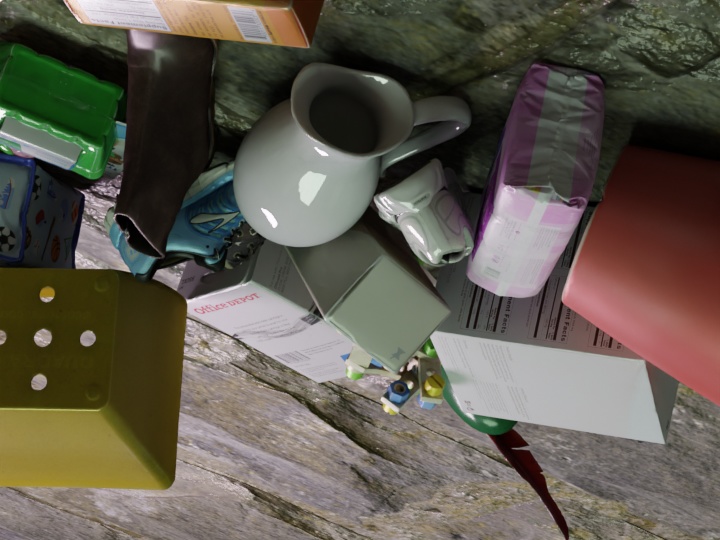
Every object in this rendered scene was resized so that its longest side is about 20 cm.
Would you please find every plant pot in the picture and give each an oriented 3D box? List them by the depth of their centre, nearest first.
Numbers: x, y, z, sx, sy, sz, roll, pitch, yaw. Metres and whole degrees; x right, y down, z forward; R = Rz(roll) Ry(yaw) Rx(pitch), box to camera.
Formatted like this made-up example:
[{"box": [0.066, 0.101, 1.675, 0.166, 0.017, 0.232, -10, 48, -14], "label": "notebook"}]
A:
[{"box": [0.271, -0.006, 1.580, 0.176, 0.201, 0.201, 23, 158, 10], "label": "plant pot"}, {"box": [-0.282, 0.089, 1.849, 0.199, 0.201, 0.177, 1, 160, 5], "label": "plant pot"}]

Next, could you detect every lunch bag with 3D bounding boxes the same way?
[{"box": [-0.392, -0.060, 1.916, 0.199, 0.125, 0.170, 5, 170, 12], "label": "lunch bag"}]

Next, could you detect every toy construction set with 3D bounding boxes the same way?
[{"box": [0.047, 0.049, 1.867, 0.131, 0.200, 0.092, 27, 122, 6], "label": "toy construction set"}]

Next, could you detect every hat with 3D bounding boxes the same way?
[{"box": [0.123, 0.164, 2.045, 0.199, 0.177, 0.166, 4, 155, 25], "label": "hat"}]

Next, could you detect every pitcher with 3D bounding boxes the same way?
[{"box": [-0.011, -0.097, 1.645, 0.171, 0.122, 0.200, 0, 158, -22], "label": "pitcher"}]

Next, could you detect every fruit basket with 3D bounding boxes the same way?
[{"box": [-0.291, -0.130, 1.761, 0.184, 0.094, 0.200, 22, 159, -15], "label": "fruit basket"}]

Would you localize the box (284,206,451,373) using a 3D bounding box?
[{"box": [0.000, 0.000, 1.735, 0.095, 0.078, 0.200, 39, -172, -28], "label": "box"}]

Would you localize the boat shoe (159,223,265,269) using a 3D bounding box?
[{"box": [-0.127, -0.033, 1.851, 0.199, 0.065, 0.072, -5, 172, 4], "label": "boat shoe"}]

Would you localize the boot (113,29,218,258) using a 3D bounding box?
[{"box": [-0.168, -0.119, 1.607, 0.072, 0.167, 0.200, 9, 156, 14], "label": "boot"}]

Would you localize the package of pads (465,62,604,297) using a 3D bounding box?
[{"box": [0.142, -0.069, 1.583, 0.075, 0.121, 0.200, 15, 156, 0], "label": "package of pads"}]

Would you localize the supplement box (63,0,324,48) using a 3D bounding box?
[{"box": [-0.129, -0.222, 1.483, 0.199, 0.067, 0.069, 10, 159, 16], "label": "supplement box"}]

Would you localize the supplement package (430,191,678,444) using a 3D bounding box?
[{"box": [0.186, 0.044, 1.773, 0.199, 0.148, 0.191, 8, 155, 18], "label": "supplement package"}]

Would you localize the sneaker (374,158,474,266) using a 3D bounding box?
[{"box": [0.061, -0.041, 1.631, 0.081, 0.075, 0.200, 57, -173, 3], "label": "sneaker"}]

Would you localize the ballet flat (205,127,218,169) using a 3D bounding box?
[{"box": [-0.177, -0.087, 1.840, 0.067, 0.047, 0.200, 20, 156, -12], "label": "ballet flat"}]

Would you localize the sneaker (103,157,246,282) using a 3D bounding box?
[{"box": [-0.129, -0.044, 1.779, 0.199, 0.090, 0.078, -20, 169, -2], "label": "sneaker"}]

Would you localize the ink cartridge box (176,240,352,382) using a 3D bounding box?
[{"box": [-0.067, 0.030, 1.986, 0.199, 0.085, 0.144, 30, 153, -30], "label": "ink cartridge box"}]
